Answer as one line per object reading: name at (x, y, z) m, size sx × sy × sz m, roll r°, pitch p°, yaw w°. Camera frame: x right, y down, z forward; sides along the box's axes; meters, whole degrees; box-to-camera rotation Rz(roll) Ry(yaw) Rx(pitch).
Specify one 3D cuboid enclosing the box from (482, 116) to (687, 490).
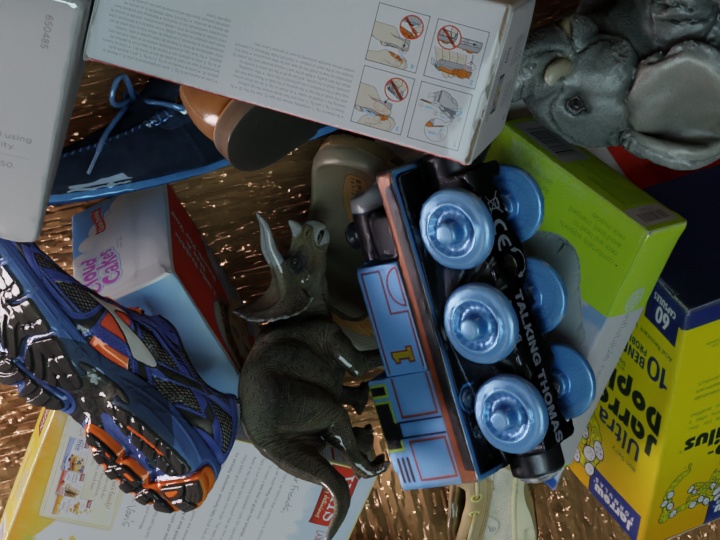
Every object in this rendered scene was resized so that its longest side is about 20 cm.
box at (0.099, 0.024, 1.272) m, size 0.048 × 0.122 × 0.200 m, roll -13°, pitch 134°, yaw -48°

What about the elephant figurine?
elephant figurine at (0.156, -0.122, 1.221) m, size 0.155 × 0.141 × 0.200 m, roll 39°, pitch 104°, yaw 8°

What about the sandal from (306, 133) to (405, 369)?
sandal at (0.000, 0.000, 1.311) m, size 0.080 × 0.054 × 0.200 m, roll 11°, pitch 142°, yaw 15°

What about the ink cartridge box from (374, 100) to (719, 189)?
ink cartridge box at (0.132, -0.065, 1.314) m, size 0.200 × 0.047 × 0.160 m, roll -30°, pitch 122°, yaw 14°

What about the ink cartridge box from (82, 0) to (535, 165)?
ink cartridge box at (-0.017, -0.129, 1.109) m, size 0.200 × 0.176 × 0.084 m, roll 16°, pitch 103°, yaw 8°

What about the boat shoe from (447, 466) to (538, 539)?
boat shoe at (0.074, 0.114, 1.406) m, size 0.066 × 0.074 × 0.200 m, roll -11°, pitch 128°, yaw 0°

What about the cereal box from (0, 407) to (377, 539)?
cereal box at (-0.106, 0.145, 1.288) m, size 0.200 × 0.040 × 0.144 m, roll 15°, pitch 118°, yaw -17°

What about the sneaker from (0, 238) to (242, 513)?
sneaker at (-0.147, 0.046, 1.205) m, size 0.200 × 0.078 × 0.075 m, roll 47°, pitch 135°, yaw -3°

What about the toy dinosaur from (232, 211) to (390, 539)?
toy dinosaur at (-0.034, 0.073, 1.251) m, size 0.102 × 0.200 × 0.077 m, roll 17°, pitch 148°, yaw -17°

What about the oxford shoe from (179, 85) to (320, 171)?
oxford shoe at (-0.014, -0.131, 1.222) m, size 0.200 × 0.071 × 0.071 m, roll -28°, pitch 142°, yaw -27°

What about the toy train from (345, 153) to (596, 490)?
toy train at (0.054, 0.027, 1.209) m, size 0.114 × 0.087 × 0.200 m, roll -12°, pitch 98°, yaw 36°

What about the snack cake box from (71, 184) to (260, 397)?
snack cake box at (-0.101, 0.056, 1.324) m, size 0.067 × 0.115 × 0.200 m, roll -24°, pitch 122°, yaw 9°

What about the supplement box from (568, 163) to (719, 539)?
supplement box at (0.199, 0.054, 1.332) m, size 0.109 × 0.109 × 0.200 m, roll -18°, pitch 134°, yaw -24°

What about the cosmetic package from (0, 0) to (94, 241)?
cosmetic package at (-0.215, -0.152, 1.096) m, size 0.165 × 0.200 × 0.165 m, roll 13°, pitch 134°, yaw -6°

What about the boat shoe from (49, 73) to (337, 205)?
boat shoe at (-0.107, -0.090, 1.260) m, size 0.200 × 0.084 × 0.069 m, roll -19°, pitch 98°, yaw -18°
